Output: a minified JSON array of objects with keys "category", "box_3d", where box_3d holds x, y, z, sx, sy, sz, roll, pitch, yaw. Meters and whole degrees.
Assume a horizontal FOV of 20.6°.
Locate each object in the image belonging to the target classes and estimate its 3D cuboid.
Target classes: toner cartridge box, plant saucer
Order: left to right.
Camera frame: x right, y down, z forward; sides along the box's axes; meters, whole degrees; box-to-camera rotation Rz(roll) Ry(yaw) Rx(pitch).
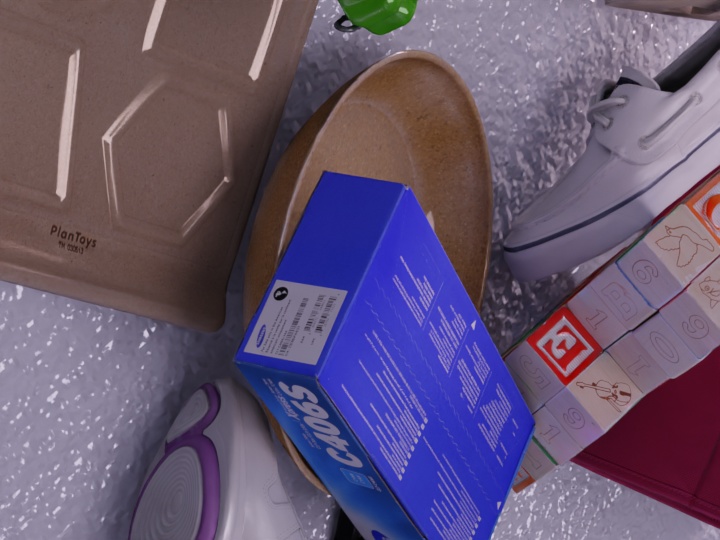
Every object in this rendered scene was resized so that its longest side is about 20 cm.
[{"category":"plant saucer","box_3d":[0.000,0.000,0.890,0.200,0.035,0.202,-28,123,-55]},{"category":"toner cartridge box","box_3d":[0.017,0.054,0.858,0.096,0.043,0.200,-63,147,-24]}]

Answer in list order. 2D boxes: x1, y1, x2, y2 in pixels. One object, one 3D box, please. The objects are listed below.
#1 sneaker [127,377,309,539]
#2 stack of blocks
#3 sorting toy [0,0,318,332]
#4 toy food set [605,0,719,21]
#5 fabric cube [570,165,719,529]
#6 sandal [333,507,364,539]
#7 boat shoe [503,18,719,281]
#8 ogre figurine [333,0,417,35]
[{"category":"sneaker","box_3d":[-0.045,0.148,0.855,0.099,0.075,0.202,11,64,-41]},{"category":"stack of blocks","box_3d":[0.129,0.026,0.946,0.115,0.200,0.059,-39,86,-27]},{"category":"sorting toy","box_3d":[-0.099,-0.089,0.788,0.184,0.036,0.202,17,87,-48]},{"category":"toy food set","box_3d":[0.182,-0.227,0.997,0.143,0.060,0.202,-4,109,-57]},{"category":"fabric cube","box_3d":[0.266,0.062,1.092,0.196,0.199,0.201,28,84,-46]},{"category":"sandal","box_3d":[0.014,0.162,0.981,0.075,0.045,0.202,-3,106,-45]},{"category":"boat shoe","box_3d":[0.145,-0.073,1.003,0.199,0.074,0.066,-37,104,-8]},{"category":"ogre figurine","box_3d":[-0.023,-0.194,0.758,0.098,0.200,0.120,-46,180,28]}]
